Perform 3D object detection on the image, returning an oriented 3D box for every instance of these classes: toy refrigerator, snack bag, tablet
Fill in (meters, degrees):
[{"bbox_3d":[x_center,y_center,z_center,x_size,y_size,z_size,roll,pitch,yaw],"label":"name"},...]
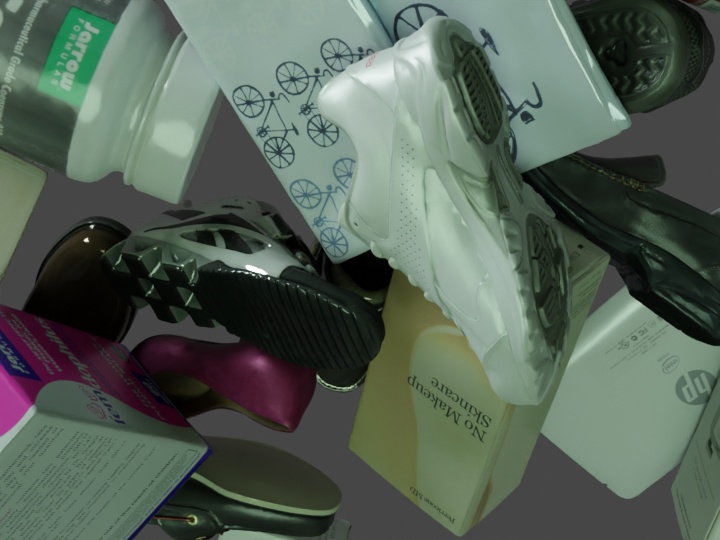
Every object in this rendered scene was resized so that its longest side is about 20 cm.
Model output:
[{"bbox_3d":[-0.256,0.000,0.745,0.070,0.076,0.200,26,147,-17],"label":"toy refrigerator"},{"bbox_3d":[0.017,-0.109,0.627,0.199,0.021,0.189,-20,111,31],"label":"snack bag"},{"bbox_3d":[0.206,0.061,0.813,0.130,0.014,0.200,39,116,-15],"label":"tablet"}]

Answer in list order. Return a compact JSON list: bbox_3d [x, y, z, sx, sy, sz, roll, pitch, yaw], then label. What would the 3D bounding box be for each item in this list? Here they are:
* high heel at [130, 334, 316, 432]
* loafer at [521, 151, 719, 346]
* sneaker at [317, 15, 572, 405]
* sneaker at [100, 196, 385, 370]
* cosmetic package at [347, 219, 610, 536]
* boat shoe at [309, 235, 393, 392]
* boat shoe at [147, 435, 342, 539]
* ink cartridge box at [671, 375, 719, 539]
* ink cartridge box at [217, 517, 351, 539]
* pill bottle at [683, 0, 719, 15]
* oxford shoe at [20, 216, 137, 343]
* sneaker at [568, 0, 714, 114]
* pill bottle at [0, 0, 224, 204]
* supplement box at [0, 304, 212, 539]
[{"bbox_3d":[-0.106,0.086,0.796,0.067,0.097,0.200,28,137,-31],"label":"high heel"},{"bbox_3d":[0.155,-0.040,0.741,0.199,0.073,0.073,37,85,-8],"label":"loafer"},{"bbox_3d":[0.041,-0.022,0.621,0.099,0.078,0.201,-13,106,31],"label":"sneaker"},{"bbox_3d":[-0.058,-0.006,0.730,0.199,0.089,0.074,17,141,33],"label":"sneaker"},{"bbox_3d":[0.066,0.054,0.752,0.105,0.071,0.201,34,133,26],"label":"cosmetic package"},{"bbox_3d":[0.000,0.000,0.772,0.073,0.065,0.201,12,121,-2],"label":"boat shoe"},{"bbox_3d":[-0.111,0.153,0.863,0.200,0.074,0.064,10,108,9],"label":"boat shoe"},{"bbox_3d":[0.300,0.102,0.774,0.145,0.083,0.201,10,122,-5],"label":"ink cartridge box"},{"bbox_3d":[-0.040,0.276,0.941,0.175,0.045,0.201,18,120,-2],"label":"ink cartridge box"},{"bbox_3d":[0.144,-0.205,0.615,0.199,0.113,0.114,21,119,-6],"label":"pill bottle"},{"bbox_3d":[-0.202,0.053,0.816,0.072,0.085,0.201,29,117,-8],"label":"oxford shoe"},{"bbox_3d":[0.105,-0.116,0.692,0.198,0.114,0.077,0,97,37],"label":"sneaker"},{"bbox_3d":[-0.179,-0.119,0.700,0.199,0.113,0.114,21,119,-6],"label":"pill bottle"},{"bbox_3d":[-0.187,0.094,0.704,0.103,0.200,0.101,-47,68,5],"label":"supplement box"}]
